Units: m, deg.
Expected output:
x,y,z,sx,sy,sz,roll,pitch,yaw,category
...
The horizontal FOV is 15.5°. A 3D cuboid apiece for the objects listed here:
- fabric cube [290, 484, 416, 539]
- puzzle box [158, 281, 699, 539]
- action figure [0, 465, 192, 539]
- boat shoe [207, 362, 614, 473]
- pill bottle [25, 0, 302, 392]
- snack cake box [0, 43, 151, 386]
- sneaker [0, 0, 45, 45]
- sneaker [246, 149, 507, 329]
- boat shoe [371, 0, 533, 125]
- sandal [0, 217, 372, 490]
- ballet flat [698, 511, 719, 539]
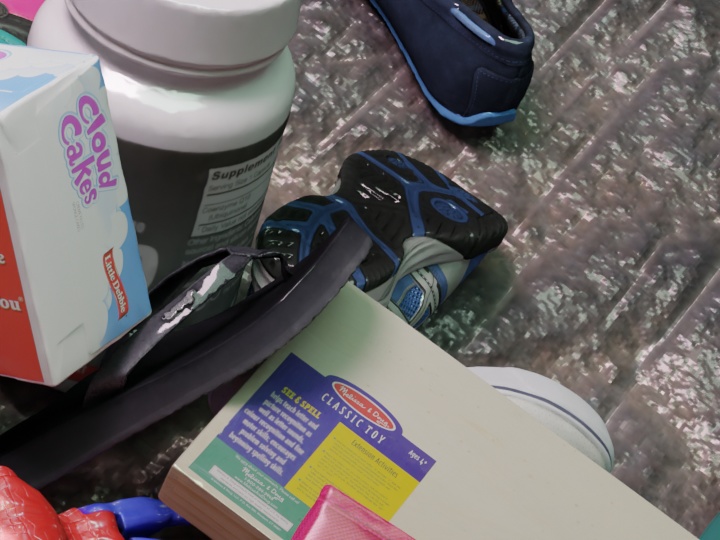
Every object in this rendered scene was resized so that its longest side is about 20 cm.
x,y,z,sx,sy,sz,roll,pitch,yaw,category
0.004,0.228,0.897,0.195,0.200,0.200,32,67,3,fabric cube
0.034,0.102,1.053,0.199,0.025,0.133,37,48,7,puzzle box
-0.114,0.126,1.063,0.199,0.099,0.065,10,42,-48,action figure
0.027,0.078,1.136,0.199,0.071,0.070,18,35,-28,boat shoe
-0.092,-0.054,1.107,0.113,0.201,0.114,11,37,-9,pill bottle
-0.188,-0.033,1.049,0.199,0.116,0.067,10,31,32,snack cake box
-0.199,-0.110,1.202,0.199,0.084,0.121,33,37,1,sneaker
0.000,0.000,1.211,0.076,0.077,0.200,35,27,20,sneaker
0.039,-0.168,1.355,0.084,0.069,0.200,-19,62,-35,boat shoe
-0.085,0.034,1.065,0.043,0.199,0.076,58,8,-9,sandal
0.152,0.157,1.156,0.072,0.072,0.200,45,49,14,ballet flat
